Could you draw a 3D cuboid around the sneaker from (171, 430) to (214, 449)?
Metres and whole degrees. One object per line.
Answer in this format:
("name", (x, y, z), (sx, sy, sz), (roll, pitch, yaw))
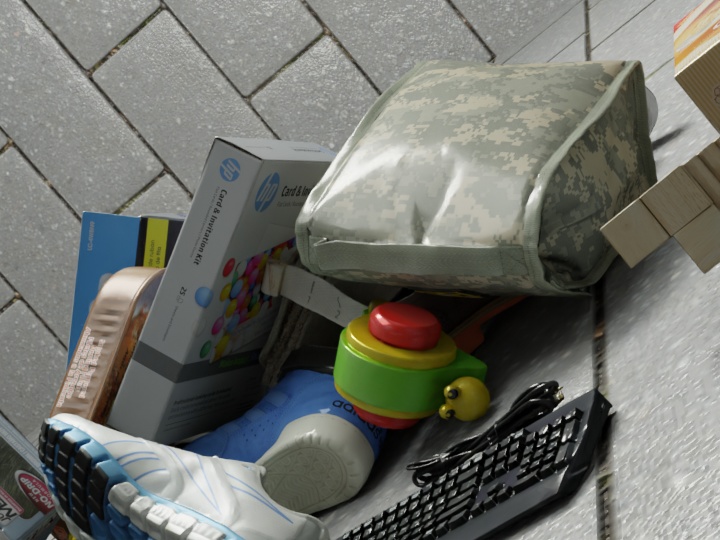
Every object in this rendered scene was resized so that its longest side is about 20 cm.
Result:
("sneaker", (-0.106, 0.136, 1.108), (0.089, 0.074, 0.200), (-45, 9, -19))

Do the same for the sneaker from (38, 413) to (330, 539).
("sneaker", (-0.101, 0.132, 0.853), (0.087, 0.200, 0.075), (-32, -42, -41))

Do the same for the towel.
("towel", (0.000, 0.000, 1.050), (0.200, 0.034, 0.133), (-64, -27, -2))

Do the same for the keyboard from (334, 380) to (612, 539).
("keyboard", (0.041, 0.110, 0.733), (0.200, 0.021, 0.127), (-35, 9, 31))

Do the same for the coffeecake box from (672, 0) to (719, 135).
("coffeecake box", (0.280, -0.161, 0.943), (0.154, 0.073, 0.200), (-39, 7, 20))

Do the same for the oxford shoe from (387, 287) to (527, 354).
("oxford shoe", (0.082, -0.006, 1.012), (0.200, 0.073, 0.071), (-42, 7, -20))

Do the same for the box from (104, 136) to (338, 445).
("box", (-0.082, 0.012, 0.988), (0.156, 0.041, 0.200), (-7, -59, -68))

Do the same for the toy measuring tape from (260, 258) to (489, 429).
("toy measuring tape", (-0.007, 0.041, 0.885), (0.200, 0.074, 0.074), (28, 60, 37))

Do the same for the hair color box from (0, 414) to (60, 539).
("hair color box", (-0.263, 0.170, 0.955), (0.061, 0.099, 0.200), (-41, -9, -45))

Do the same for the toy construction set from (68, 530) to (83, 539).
("toy construction set", (-0.206, 0.236, 0.939), (0.200, 0.092, 0.131), (-43, 26, 57))

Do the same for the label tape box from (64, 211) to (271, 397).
("label tape box", (-0.116, 0.032, 1.112), (0.066, 0.200, 0.143), (-152, 68, -74))

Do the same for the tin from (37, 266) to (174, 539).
("tin", (-0.159, 0.091, 1.000), (0.042, 0.112, 0.200), (3, 60, 25))

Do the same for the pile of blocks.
("pile of blocks", (0.199, -0.043, 0.725), (0.200, 0.062, 0.082), (-35, -8, -24))

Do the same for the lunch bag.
("lunch bag", (0.074, -0.045, 0.918), (0.164, 0.118, 0.200), (5, 32, 31))

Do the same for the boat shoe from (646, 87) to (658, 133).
("boat shoe", (0.174, -0.106, 1.198), (0.066, 0.072, 0.200), (-51, 4, -35))

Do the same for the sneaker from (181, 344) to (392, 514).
("sneaker", (-0.053, 0.111, 0.968), (0.200, 0.077, 0.111), (-28, 19, 40))
